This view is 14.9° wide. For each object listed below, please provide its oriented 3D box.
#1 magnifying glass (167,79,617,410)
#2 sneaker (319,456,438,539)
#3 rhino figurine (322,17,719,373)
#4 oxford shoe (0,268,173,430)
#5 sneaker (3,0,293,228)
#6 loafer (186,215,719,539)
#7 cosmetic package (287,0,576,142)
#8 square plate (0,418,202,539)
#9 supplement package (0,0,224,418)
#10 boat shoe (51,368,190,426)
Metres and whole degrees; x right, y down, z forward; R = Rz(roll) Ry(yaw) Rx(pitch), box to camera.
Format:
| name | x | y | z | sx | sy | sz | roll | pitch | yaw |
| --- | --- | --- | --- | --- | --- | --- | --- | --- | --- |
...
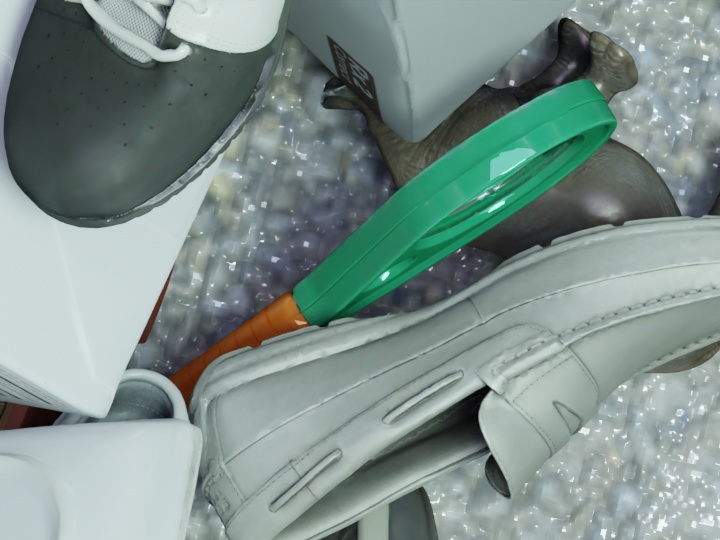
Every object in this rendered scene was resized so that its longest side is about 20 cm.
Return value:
| name | x | y | z | sx | sy | sz | roll | pitch | yaw |
| --- | --- | --- | --- | --- | --- | --- | --- | --- | --- |
| magnifying glass | 0.000 | 0.000 | 0.898 | 0.200 | 0.080 | 0.022 | -38 | 80 | 24 |
| sneaker | 0.038 | 0.160 | 0.931 | 0.106 | 0.075 | 0.201 | -3 | 85 | -21 |
| rhino figurine | 0.059 | -0.042 | 0.942 | 0.200 | 0.060 | 0.088 | 36 | 92 | -1 |
| oxford shoe | -0.128 | 0.047 | 0.922 | 0.075 | 0.070 | 0.201 | 23 | 86 | 23 |
| sneaker | -0.042 | -0.105 | 0.727 | 0.074 | 0.088 | 0.200 | 32 | 92 | 17 |
| loafer | 0.044 | 0.039 | 0.880 | 0.199 | 0.070 | 0.070 | -20 | 64 | 3 |
| cosmetic package | 0.028 | -0.184 | 0.872 | 0.200 | 0.165 | 0.165 | -42 | 72 | -10 |
| square plate | -0.153 | 0.122 | 0.755 | 0.199 | 0.028 | 0.199 | -4 | 51 | 16 |
| supplement package | -0.145 | -0.073 | 0.802 | 0.200 | 0.111 | 0.156 | 34 | 73 | -35 |
| boat shoe | -0.094 | 0.104 | 0.815 | 0.072 | 0.069 | 0.200 | 24 | 39 | 9 |
